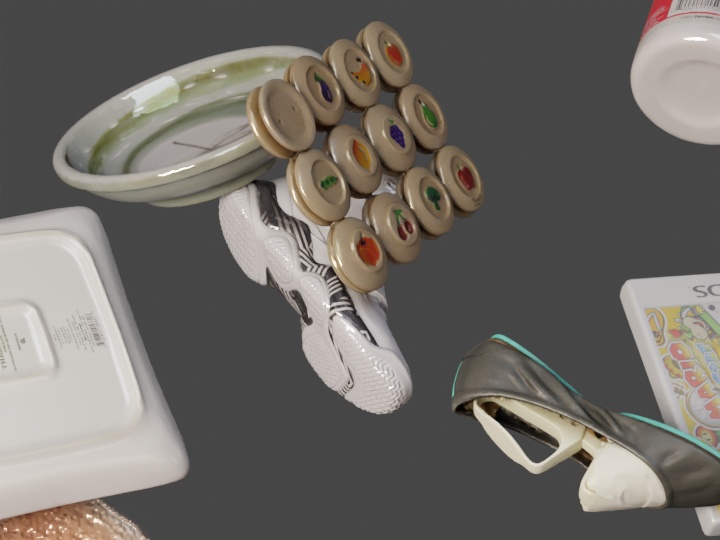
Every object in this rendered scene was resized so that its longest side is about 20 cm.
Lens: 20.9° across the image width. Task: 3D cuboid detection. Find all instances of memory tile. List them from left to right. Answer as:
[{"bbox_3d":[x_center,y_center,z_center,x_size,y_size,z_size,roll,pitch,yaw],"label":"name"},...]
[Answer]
[{"bbox_3d":[0.009,-0.080,1.293,0.154,0.017,0.200,60,35,-5],"label":"memory tile"}]

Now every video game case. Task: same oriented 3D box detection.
[{"bbox_3d":[0.291,0.084,1.344,0.181,0.023,0.200,-4,54,-15],"label":"video game case"}]

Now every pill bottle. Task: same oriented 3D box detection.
[{"bbox_3d":[0.283,-0.201,1.505,0.112,0.112,0.200,21,51,4],"label":"pill bottle"}]

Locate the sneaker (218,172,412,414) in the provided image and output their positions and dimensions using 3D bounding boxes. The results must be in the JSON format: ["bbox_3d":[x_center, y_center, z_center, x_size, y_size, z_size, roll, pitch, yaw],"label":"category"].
[{"bbox_3d":[0.000,0.000,1.311,0.115,0.075,0.200,-25,59,-26],"label":"sneaker"}]

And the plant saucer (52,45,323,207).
[{"bbox_3d":[-0.110,-0.090,1.338,0.200,0.050,0.200,-15,25,7],"label":"plant saucer"}]

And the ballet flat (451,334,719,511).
[{"bbox_3d":[0.145,0.115,1.266,0.200,0.068,0.068,27,61,22],"label":"ballet flat"}]

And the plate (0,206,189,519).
[{"bbox_3d":[-0.217,0.050,1.181,0.200,0.032,0.200,-9,65,-32],"label":"plate"}]
